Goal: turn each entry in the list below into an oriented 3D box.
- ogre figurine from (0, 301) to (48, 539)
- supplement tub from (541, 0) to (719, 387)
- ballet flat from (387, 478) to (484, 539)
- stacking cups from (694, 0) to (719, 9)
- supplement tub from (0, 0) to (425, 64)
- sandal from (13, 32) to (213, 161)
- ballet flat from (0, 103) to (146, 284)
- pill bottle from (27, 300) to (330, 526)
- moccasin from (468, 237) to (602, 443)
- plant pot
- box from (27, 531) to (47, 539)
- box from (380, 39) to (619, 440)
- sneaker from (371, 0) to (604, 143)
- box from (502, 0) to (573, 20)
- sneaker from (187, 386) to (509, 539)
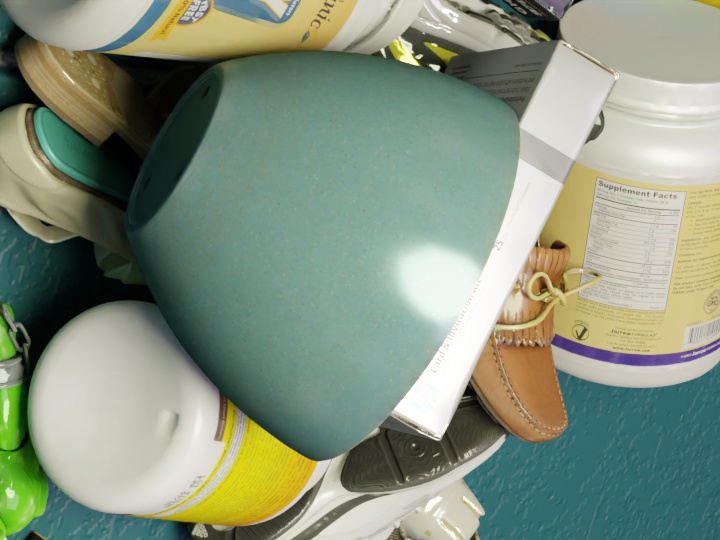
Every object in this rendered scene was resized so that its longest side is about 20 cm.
[{"bbox_3d":[-0.226,0.116,1.348,0.120,0.098,0.200,61,33,-29],"label":"ogre figurine"},{"bbox_3d":[0.164,-0.048,1.578,0.145,0.145,0.201,-18,127,-36],"label":"supplement tub"},{"bbox_3d":[0.054,0.168,1.645,0.068,0.075,0.200,-39,132,-21],"label":"ballet flat"},{"bbox_3d":[0.143,-0.194,1.569,0.199,0.060,0.061,6,106,-40],"label":"stacking cups"},{"bbox_3d":[-0.072,-0.174,1.307,0.199,0.144,0.145,1,109,-43],"label":"supplement tub"},{"bbox_3d":[-0.082,-0.080,1.381,0.070,0.078,0.211,-37,136,19],"label":"sandal"},{"bbox_3d":[-0.130,-0.030,1.391,0.200,0.069,0.070,31,88,-46],"label":"ballet flat"},{"bbox_3d":[-0.087,0.080,1.425,0.110,0.109,0.200,-65,155,3],"label":"pill bottle"},{"bbox_3d":[0.088,-0.003,1.508,0.074,0.077,0.202,9,70,-56],"label":"moccasin"},{"bbox_3d":[-0.034,-0.027,1.287,0.134,0.200,0.201,29,90,-18],"label":"plant pot"},{"bbox_3d":[-0.225,0.227,1.417,0.200,0.075,0.050,-37,129,-22],"label":"box"},{"bbox_3d":[0.044,-0.017,1.344,0.041,0.156,0.201,28,83,-17],"label":"box"},{"bbox_3d":[0.040,-0.113,1.467,0.199,0.075,0.085,28,107,-11],"label":"sneaker"},{"bbox_3d":[0.096,-0.263,1.454,0.159,0.046,0.200,34,84,-25],"label":"box"},{"bbox_3d":[0.003,0.133,1.566,0.200,0.076,0.115,-25,145,0],"label":"sneaker"}]
